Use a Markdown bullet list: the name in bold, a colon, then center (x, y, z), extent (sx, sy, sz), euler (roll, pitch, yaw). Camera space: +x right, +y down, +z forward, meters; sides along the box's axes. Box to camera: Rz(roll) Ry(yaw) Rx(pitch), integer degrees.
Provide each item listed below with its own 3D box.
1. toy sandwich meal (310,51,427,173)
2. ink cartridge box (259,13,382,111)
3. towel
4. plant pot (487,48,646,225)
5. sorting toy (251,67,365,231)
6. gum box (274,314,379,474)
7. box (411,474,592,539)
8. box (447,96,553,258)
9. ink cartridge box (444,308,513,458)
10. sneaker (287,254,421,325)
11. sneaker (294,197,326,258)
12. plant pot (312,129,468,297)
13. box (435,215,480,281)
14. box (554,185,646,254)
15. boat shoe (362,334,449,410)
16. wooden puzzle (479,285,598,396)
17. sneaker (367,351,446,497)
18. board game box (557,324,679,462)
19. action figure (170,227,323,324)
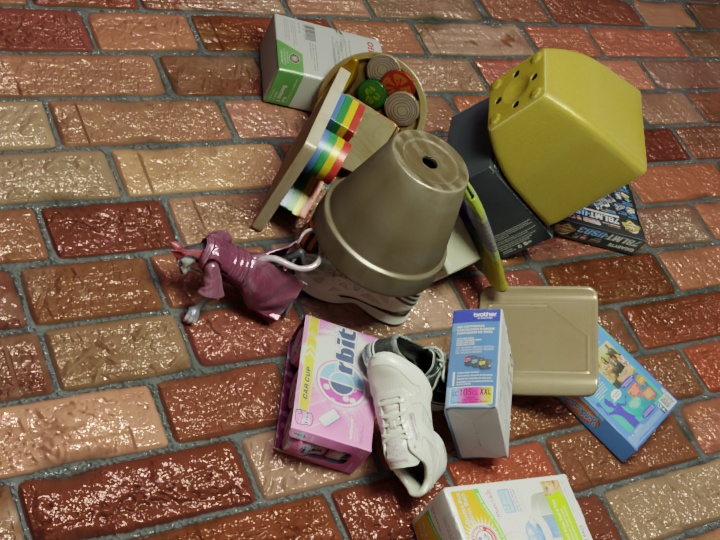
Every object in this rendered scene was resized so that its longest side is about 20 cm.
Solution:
- **toy sandwich meal**: center (0.009, -0.254, 1.778), extent (0.205, 0.205, 0.070), euler (36, 17, 3)
- **ink cartridge box**: center (-0.064, -0.344, 1.886), extent (0.200, 0.084, 0.146), euler (11, 49, -21)
- **towel**: center (0.174, -0.068, 1.703), extent (0.023, 0.200, 0.144), euler (-26, 39, -5)
- **plant pot**: center (0.308, -0.231, 1.726), extent (0.200, 0.195, 0.194), euler (35, 43, -30)
- **sorting toy**: center (-0.068, -0.170, 1.657), extent (0.070, 0.200, 0.199), euler (30, 45, -9)
- **gum box**: center (-0.043, 0.170, 1.478), extent (0.113, 0.066, 0.200), euler (19, 46, -15)
- **box**: center (0.185, 0.345, 1.433), extent (0.200, 0.101, 0.113), euler (1, 53, -29)
- **box**: center (0.234, -0.159, 1.836), extent (0.182, 0.104, 0.200), euler (45, 38, -29)
- **ink cartridge box**: center (0.171, 0.147, 1.551), extent (0.076, 0.137, 0.200), euler (-1, 50, 15)
- **sneaker**: center (0.000, 0.000, 1.611), extent (0.200, 0.115, 0.076), euler (21, 46, -12)
- **sneaker**: center (-0.005, -0.087, 1.682), extent (0.078, 0.112, 0.200), euler (47, 45, 13)
- **plant pot**: center (0.057, -0.092, 1.513), extent (0.200, 0.174, 0.200), euler (18, 45, -18)
- **box**: center (0.102, -0.086, 1.716), extent (0.068, 0.082, 0.200), euler (-25, 87, -27)
- **box**: center (0.408, -0.135, 1.998), extent (0.200, 0.050, 0.199), euler (12, 50, -21)
- **boat shoe**: center (0.089, 0.137, 1.530), extent (0.199, 0.068, 0.074), euler (35, 39, -39)
- **wooden puzzle**: center (0.270, 0.109, 1.680), extent (0.185, 0.037, 0.200), euler (0, 48, 12)
- **sneaker**: center (0.060, 0.202, 1.438), extent (0.200, 0.075, 0.100), euler (68, 23, -11)
- **board game box**: center (0.384, 0.181, 1.721), extent (0.200, 0.045, 0.152), euler (46, 47, 12)
- **action figure**: center (-0.167, -0.001, 1.507), extent (0.200, 0.149, 0.134), euler (20, 51, -32)
